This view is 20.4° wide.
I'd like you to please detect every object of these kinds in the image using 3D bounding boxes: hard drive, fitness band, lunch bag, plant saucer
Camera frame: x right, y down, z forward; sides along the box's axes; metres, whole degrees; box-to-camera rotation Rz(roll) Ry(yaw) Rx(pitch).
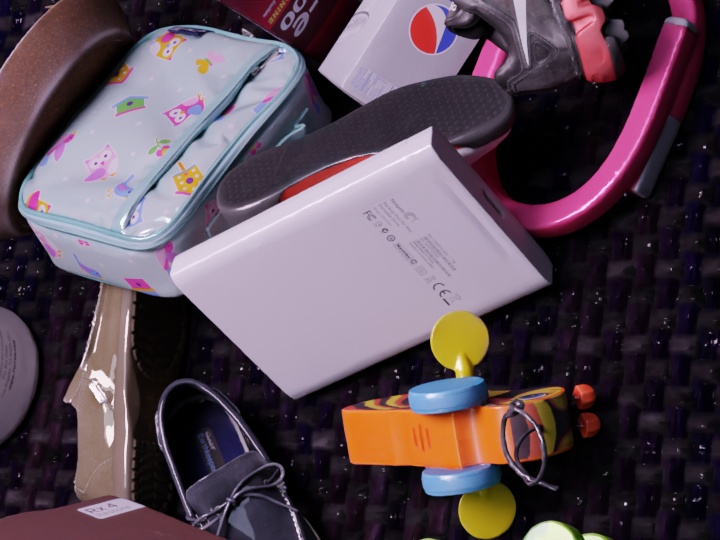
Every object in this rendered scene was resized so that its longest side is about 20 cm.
[{"bbox_3d":[0.000,0.000,1.243,0.200,0.132,0.026,-25,35,28],"label":"hard drive"},{"bbox_3d":[0.134,-0.115,1.250,0.144,0.037,0.200,20,86,37],"label":"fitness band"},{"bbox_3d":[-0.120,-0.080,1.345,0.160,0.077,0.200,14,57,40],"label":"lunch bag"},{"bbox_3d":[-0.212,-0.102,1.396,0.034,0.200,0.200,29,92,10],"label":"plant saucer"}]

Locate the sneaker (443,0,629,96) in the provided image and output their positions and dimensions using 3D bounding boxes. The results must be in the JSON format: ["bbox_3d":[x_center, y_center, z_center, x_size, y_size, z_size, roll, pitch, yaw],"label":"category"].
[{"bbox_3d":[0.085,-0.194,1.207,0.098,0.071,0.201,-23,82,5],"label":"sneaker"}]

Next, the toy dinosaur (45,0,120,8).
[{"bbox_3d":[-0.126,-0.241,1.450,0.106,0.060,0.200,7,55,37],"label":"toy dinosaur"}]

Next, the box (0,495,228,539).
[{"bbox_3d":[-0.162,0.264,1.210,0.164,0.166,0.200,16,107,37],"label":"box"}]

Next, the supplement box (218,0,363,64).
[{"bbox_3d":[-0.060,-0.219,1.313,0.061,0.200,0.109,36,96,35],"label":"supplement box"}]

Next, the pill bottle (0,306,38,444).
[{"bbox_3d":[-0.332,0.057,1.406,0.114,0.200,0.114,-12,68,31],"label":"pill bottle"}]

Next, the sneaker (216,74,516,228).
[{"bbox_3d":[0.020,-0.047,1.269,0.201,0.108,0.067,-20,42,15],"label":"sneaker"}]

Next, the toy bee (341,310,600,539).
[{"bbox_3d":[0.083,0.100,1.190,0.200,0.109,0.131,31,125,49],"label":"toy bee"}]

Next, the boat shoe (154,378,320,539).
[{"bbox_3d":[-0.080,0.150,1.283,0.075,0.062,0.200,-28,57,-5],"label":"boat shoe"}]

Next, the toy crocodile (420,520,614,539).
[{"bbox_3d":[0.088,0.185,1.163,0.200,0.067,0.062,-13,69,30],"label":"toy crocodile"}]

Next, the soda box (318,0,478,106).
[{"bbox_3d":[0.057,-0.191,1.296,0.200,0.063,0.068,-57,20,6],"label":"soda box"}]

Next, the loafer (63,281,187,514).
[{"bbox_3d":[-0.166,0.074,1.366,0.067,0.076,0.200,-6,71,26],"label":"loafer"}]
